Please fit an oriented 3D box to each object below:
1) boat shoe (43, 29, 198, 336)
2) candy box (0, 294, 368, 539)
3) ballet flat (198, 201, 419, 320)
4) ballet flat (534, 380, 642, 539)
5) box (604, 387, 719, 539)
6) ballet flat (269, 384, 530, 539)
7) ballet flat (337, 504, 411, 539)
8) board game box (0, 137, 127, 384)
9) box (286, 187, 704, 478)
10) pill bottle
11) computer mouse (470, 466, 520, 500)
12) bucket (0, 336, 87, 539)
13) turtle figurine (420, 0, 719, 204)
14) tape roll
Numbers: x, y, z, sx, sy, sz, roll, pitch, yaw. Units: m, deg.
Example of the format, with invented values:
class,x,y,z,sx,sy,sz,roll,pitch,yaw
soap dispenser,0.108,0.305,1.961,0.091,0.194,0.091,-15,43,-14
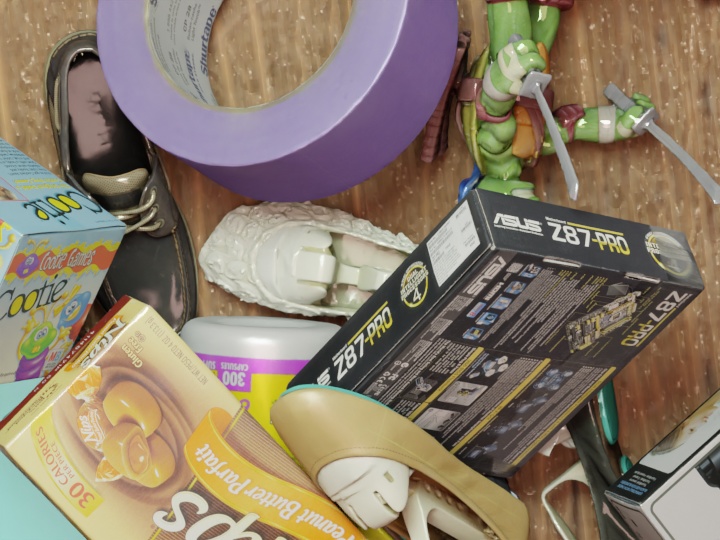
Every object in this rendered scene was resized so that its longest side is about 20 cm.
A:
class,x,y,z,sx,sy,sz,roll,pitch,yaw
boat shoe,-0.151,-0.047,1.742,0.074,0.073,0.201,-19,93,1
candy box,-0.102,0.126,1.637,0.115,0.055,0.200,-44,108,-9
ballet flat,0.000,0.000,1.749,0.199,0.072,0.072,11,93,0
ballet flat,0.137,0.114,1.756,0.068,0.068,0.201,-17,93,10
box,0.260,0.116,1.726,0.200,0.060,0.117,-40,104,-10
ballet flat,0.029,0.129,1.645,0.200,0.063,0.069,30,133,-34
ballet flat,0.043,0.188,1.738,0.200,0.067,0.067,36,111,-27
board game box,-0.252,-0.031,1.628,0.200,0.105,0.103,34,109,24
box,0.076,0.040,1.652,0.161,0.049,0.200,12,136,-33
pill bottle,-0.062,0.131,1.737,0.104,0.104,0.201,2,93,0
computer mouse,0.109,0.165,1.750,0.034,0.059,0.200,-45,81,-5
bucket,-0.225,0.129,1.722,0.206,0.135,0.208,0,92,1
turtle figurine,0.128,-0.125,1.701,0.144,0.200,0.195,-1,87,-28
tape roll,-0.049,-0.146,1.690,0.199,0.085,0.201,-6,74,21
